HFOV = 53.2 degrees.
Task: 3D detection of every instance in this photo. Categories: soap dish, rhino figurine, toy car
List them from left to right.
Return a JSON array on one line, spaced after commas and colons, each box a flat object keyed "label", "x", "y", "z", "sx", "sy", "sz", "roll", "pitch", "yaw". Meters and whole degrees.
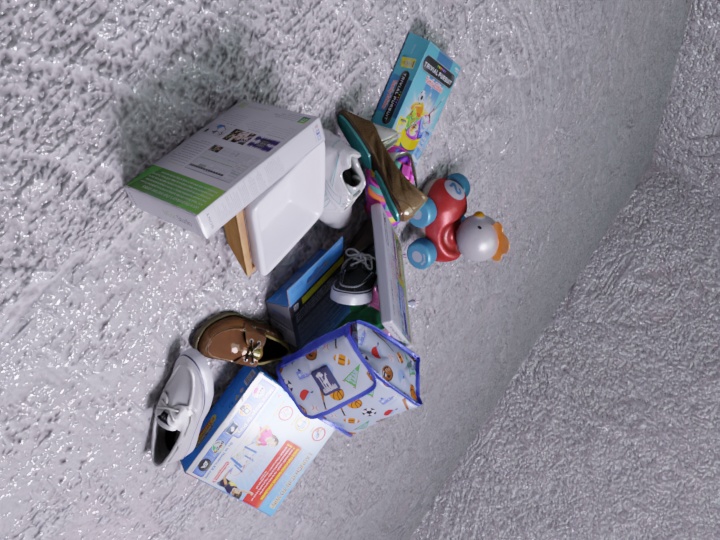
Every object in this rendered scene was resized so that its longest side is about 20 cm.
[{"label": "soap dish", "x": -0.120, "y": -0.099, "z": 0.965, "sx": 0.158, "sy": 0.081, "sz": 0.201, "roll": -49, "pitch": 166, "yaw": -23}, {"label": "rhino figurine", "x": 0.027, "y": -0.063, "z": 1.338, "sx": 0.202, "sy": 0.059, "sz": 0.087, "roll": -59, "pitch": 146, "yaw": -10}, {"label": "toy car", "x": 0.221, "y": -0.091, "z": 1.480, "sx": 0.184, "sy": 0.197, "sz": 0.181, "roll": -34, "pitch": 130, "yaw": -47}]

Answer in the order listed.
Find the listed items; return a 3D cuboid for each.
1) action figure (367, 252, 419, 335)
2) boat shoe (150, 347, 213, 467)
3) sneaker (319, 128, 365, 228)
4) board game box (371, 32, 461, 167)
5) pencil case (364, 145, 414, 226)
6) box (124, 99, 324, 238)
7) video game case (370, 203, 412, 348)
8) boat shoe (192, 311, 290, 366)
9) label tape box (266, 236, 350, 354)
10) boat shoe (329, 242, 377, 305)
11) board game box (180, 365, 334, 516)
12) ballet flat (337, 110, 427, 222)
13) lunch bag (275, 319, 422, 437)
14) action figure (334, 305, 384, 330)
[{"label": "action figure", "x": 0.040, "y": 0.048, "z": 1.476, "sx": 0.145, "sy": 0.135, "sz": 0.203, "roll": -10, "pitch": 126, "yaw": -2}, {"label": "boat shoe", "x": -0.271, "y": 0.207, "z": 1.058, "sx": 0.065, "sy": 0.071, "sz": 0.203, "roll": -30, "pitch": 149, "yaw": -53}, {"label": "sneaker", "x": -0.033, "y": -0.128, "z": 1.140, "sx": 0.071, "sy": 0.079, "sz": 0.202, "roll": -49, "pitch": 154, "yaw": -25}, {"label": "board game box", "x": 0.090, "y": -0.284, "z": 1.242, "sx": 0.150, "sy": 0.046, "sz": 0.203, "roll": 3, "pitch": 114, "yaw": -62}, {"label": "pencil case", "x": 0.049, "y": -0.139, "z": 1.219, "sx": 0.089, "sy": 0.088, "sz": 0.200, "roll": -55, "pitch": 172, "yaw": -9}, {"label": "box", "x": -0.156, "y": -0.125, "z": 0.835, "sx": 0.200, "sy": 0.143, "sz": 0.037, "roll": -43, "pitch": 136, "yaw": -30}, {"label": "video game case", "x": 0.054, "y": 0.015, "z": 1.225, "sx": 0.182, "sy": 0.022, "sz": 0.205, "roll": 52, "pitch": 31, "yaw": -67}, {"label": "boat shoe", "x": -0.177, "y": 0.112, "z": 1.128, "sx": 0.199, "sy": 0.067, "sz": 0.073, "roll": 3, "pitch": 115, "yaw": -62}, {"label": "label tape box", "x": -0.088, "y": 0.041, "z": 1.226, "sx": 0.144, "sy": 0.063, "sz": 0.202, "roll": -45, "pitch": 150, "yaw": -30}, {"label": "boat shoe", "x": 0.003, "y": 0.000, "z": 1.201, "sx": 0.199, "sy": 0.072, "sz": 0.070, "roll": -36, "pitch": 134, "yaw": -63}, {"label": "board game box", "x": -0.168, "y": 0.284, "z": 1.211, "sx": 0.195, "sy": 0.056, "sz": 0.201, "roll": 40, "pitch": 87, "yaw": -33}, {"label": "ballet flat", "x": 0.040, "y": -0.169, "z": 1.092, "sx": 0.071, "sy": 0.202, "sz": 0.068, "roll": -28, "pitch": 162, "yaw": -9}, {"label": "lunch bag", "x": -0.018, "y": 0.175, "z": 1.183, "sx": 0.168, "sy": 0.126, "sz": 0.199, "roll": -29, "pitch": 132, "yaw": 27}, {"label": "action figure", "x": -0.050, "y": 0.124, "z": 1.342, "sx": 0.198, "sy": 0.117, "sz": 0.056, "roll": -28, "pitch": 127, "yaw": -33}]
